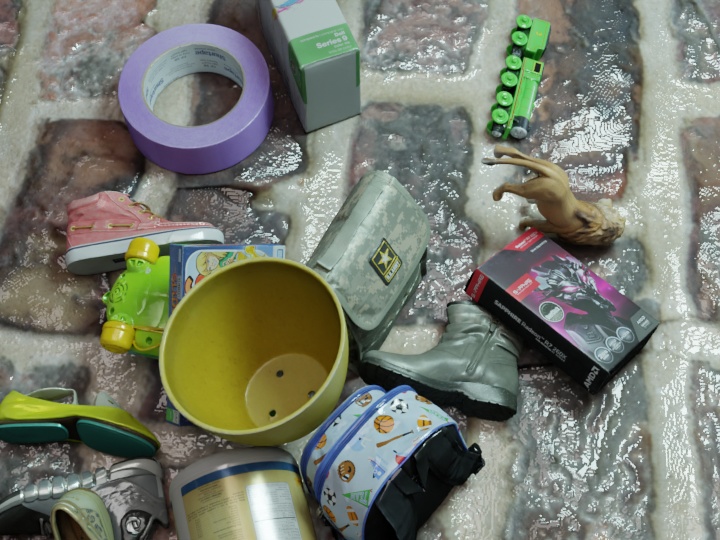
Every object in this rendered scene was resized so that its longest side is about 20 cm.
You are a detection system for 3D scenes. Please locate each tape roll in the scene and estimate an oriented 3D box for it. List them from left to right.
[{"bbox_3d":[-0.217,-0.229,1.552,0.199,0.066,0.201,-1,63,2],"label":"tape roll"}]

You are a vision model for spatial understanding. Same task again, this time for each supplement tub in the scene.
[{"bbox_3d":[-0.115,0.302,1.233,0.144,0.145,0.200,-14,64,-5],"label":"supplement tub"}]

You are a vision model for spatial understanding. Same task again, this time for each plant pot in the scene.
[{"bbox_3d":[-0.096,0.108,1.248,0.199,0.142,0.201,-7,59,11],"label":"plant pot"}]

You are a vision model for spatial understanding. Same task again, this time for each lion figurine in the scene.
[{"bbox_3d":[0.235,-0.086,1.411,0.122,0.200,0.073,13,79,37],"label":"lion figurine"}]

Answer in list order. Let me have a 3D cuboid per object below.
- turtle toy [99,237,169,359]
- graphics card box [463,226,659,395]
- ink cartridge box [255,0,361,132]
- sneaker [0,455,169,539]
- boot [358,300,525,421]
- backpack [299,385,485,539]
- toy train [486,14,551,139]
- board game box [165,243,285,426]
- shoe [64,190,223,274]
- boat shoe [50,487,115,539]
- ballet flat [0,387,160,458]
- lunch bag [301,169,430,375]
[{"bbox_3d":[-0.210,0.052,1.387,0.199,0.101,0.146,10,65,6],"label":"turtle toy"},{"bbox_3d":[0.238,0.044,1.385,0.200,0.051,0.125,41,48,19],"label":"graphics card box"},{"bbox_3d":[-0.072,-0.310,1.543,0.087,0.145,0.200,-21,64,-9],"label":"ink cartridge box"},{"bbox_3d":[-0.306,0.285,1.288,0.199,0.075,0.116,-17,66,-8],"label":"sneaker"},{"bbox_3d":[0.099,0.094,1.374,0.199,0.068,0.131,15,59,-9],"label":"boot"},{"bbox_3d":[0.029,0.210,1.250,0.154,0.191,0.200,33,69,17],"label":"backpack"},{"bbox_3d":[0.215,-0.259,1.569,0.056,0.042,0.201,17,64,-2],"label":"toy train"},{"bbox_3d":[-0.152,0.070,1.325,0.135,0.034,0.201,-2,95,-36],"label":"board game box"},{"bbox_3d":[-0.272,-0.057,1.461,0.199,0.072,0.091,-8,68,3],"label":"shoe"},{"bbox_3d":[-0.278,0.331,1.232,0.073,0.063,0.200,-25,91,7],"label":"boat shoe"},{"bbox_3d":[-0.325,0.170,1.355,0.199,0.067,0.067,5,50,5],"label":"ballet flat"},{"bbox_3d":[0.000,0.000,1.353,0.117,0.200,0.164,26,66,15],"label":"lunch bag"}]
